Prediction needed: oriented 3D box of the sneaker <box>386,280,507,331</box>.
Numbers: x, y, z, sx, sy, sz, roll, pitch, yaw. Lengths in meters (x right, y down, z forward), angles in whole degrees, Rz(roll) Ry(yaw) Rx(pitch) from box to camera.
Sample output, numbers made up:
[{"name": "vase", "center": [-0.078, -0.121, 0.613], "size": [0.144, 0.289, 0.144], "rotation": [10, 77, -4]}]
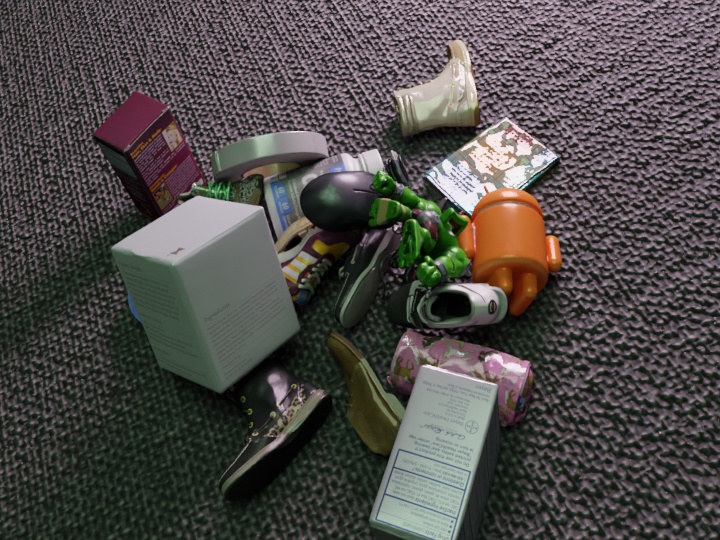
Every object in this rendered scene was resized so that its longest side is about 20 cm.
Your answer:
[{"name": "sneaker", "center": [0.102, 0.047, 1.083], "size": [0.197, 0.087, 0.076], "rotation": [-8, 86, 41]}]

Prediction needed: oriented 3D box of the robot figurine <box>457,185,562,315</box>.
[{"name": "robot figurine", "center": [0.222, -0.036, 1.138], "size": [0.140, 0.117, 0.204], "rotation": [-11, 54, 21]}]

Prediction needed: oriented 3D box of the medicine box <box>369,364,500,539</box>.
[{"name": "medicine box", "center": [0.098, 0.253, 0.922], "size": [0.100, 0.184, 0.203], "rotation": [12, 58, 19]}]

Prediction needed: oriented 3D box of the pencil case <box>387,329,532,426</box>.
[{"name": "pencil case", "center": [0.137, 0.146, 1.051], "size": [0.195, 0.084, 0.087], "rotation": [14, 41, 20]}]

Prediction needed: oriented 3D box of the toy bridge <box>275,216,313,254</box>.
[{"name": "toy bridge", "center": [-0.081, -0.055, 1.207], "size": [0.196, 0.067, 0.028], "rotation": [-27, 54, 14]}]

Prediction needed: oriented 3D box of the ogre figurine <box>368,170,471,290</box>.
[{"name": "ogre figurine", "center": [0.091, -0.052, 1.083], "size": [0.200, 0.118, 0.100], "rotation": [43, 113, 47]}]

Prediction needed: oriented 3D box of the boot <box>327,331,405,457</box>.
[{"name": "boot", "center": [-0.002, 0.171, 1.072], "size": [0.075, 0.074, 0.201], "rotation": [-37, 59, -3]}]

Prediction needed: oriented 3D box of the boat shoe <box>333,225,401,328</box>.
[{"name": "boat shoe", "center": [0.000, 0.000, 1.182], "size": [0.059, 0.075, 0.202], "rotation": [16, 58, 21]}]

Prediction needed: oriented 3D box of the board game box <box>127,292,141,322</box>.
[{"name": "board game box", "center": [-0.283, 0.021, 1.247], "size": [0.155, 0.039, 0.202], "rotation": [18, 59, 29]}]

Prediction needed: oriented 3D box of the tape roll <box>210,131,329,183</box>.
[{"name": "tape roll", "center": [-0.150, -0.183, 1.265], "size": [0.197, 0.203, 0.038], "rotation": [-12, 86, 3]}]

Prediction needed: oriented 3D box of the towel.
[{"name": "towel", "center": [0.219, -0.171, 1.287], "size": [0.198, 0.022, 0.147], "rotation": [-37, 58, -14]}]

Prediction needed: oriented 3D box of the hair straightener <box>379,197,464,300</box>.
[{"name": "hair straightener", "center": [0.084, -0.039, 1.204], "size": [0.076, 0.041, 0.202], "rotation": [38, 73, -4]}]

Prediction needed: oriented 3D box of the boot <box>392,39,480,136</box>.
[{"name": "boot", "center": [0.131, -0.332, 1.385], "size": [0.150, 0.073, 0.204], "rotation": [-10, 55, 7]}]

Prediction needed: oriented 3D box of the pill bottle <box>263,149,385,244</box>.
[{"name": "pill bottle", "center": [-0.053, -0.124, 1.251], "size": [0.195, 0.115, 0.116], "rotation": [-18, 54, -1]}]

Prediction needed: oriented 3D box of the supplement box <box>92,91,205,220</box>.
[{"name": "supplement box", "center": [-0.352, -0.183, 1.296], "size": [0.084, 0.202, 0.111], "rotation": [26, 64, 26]}]

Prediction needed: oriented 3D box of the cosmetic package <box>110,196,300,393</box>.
[{"name": "cosmetic package", "center": [-0.214, 0.028, 1.079], "size": [0.165, 0.204, 0.165], "rotation": [12, 37, 43]}]

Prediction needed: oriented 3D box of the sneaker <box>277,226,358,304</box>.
[{"name": "sneaker", "center": [-0.080, 0.003, 1.178], "size": [0.197, 0.074, 0.092], "rotation": [-29, 56, 23]}]

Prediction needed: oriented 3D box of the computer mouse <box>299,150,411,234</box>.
[{"name": "computer mouse", "center": [0.005, -0.113, 1.140], "size": [0.195, 0.053, 0.142], "rotation": [-8, 72, -27]}]

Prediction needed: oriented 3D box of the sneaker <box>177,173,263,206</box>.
[{"name": "sneaker", "center": [-0.233, -0.117, 1.250], "size": [0.197, 0.087, 0.079], "rotation": [-16, 64, 44]}]

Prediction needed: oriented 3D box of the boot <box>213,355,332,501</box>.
[{"name": "boot", "center": [-0.153, 0.207, 1.070], "size": [0.149, 0.074, 0.200], "rotation": [34, 64, 27]}]
